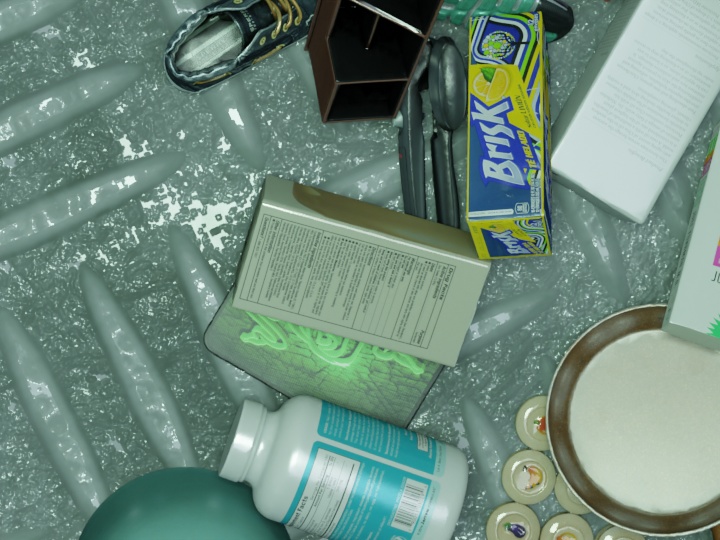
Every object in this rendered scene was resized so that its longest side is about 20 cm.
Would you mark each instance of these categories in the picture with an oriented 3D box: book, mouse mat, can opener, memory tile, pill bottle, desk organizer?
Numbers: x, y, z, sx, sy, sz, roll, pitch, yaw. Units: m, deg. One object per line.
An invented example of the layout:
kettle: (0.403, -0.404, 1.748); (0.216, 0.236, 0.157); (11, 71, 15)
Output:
book: (0.348, -0.020, 1.352); (0.133, 0.048, 0.201); (19, 70, -2)
mouse mat: (-0.017, 0.047, 1.372); (0.200, 0.008, 0.161); (31, 90, -6)
can opener: (0.058, -0.103, 1.344); (0.063, 0.079, 0.201); (3, 107, 2)
memory tile: (0.192, 0.219, 1.400); (0.153, 0.017, 0.201); (13, 93, -6)
pill bottle: (-0.017, 0.174, 1.329); (0.199, 0.111, 0.111); (20, 92, -7)
desk organizer: (0.010, -0.200, 1.247); (0.071, 0.200, 0.077); (-5, 67, -13)

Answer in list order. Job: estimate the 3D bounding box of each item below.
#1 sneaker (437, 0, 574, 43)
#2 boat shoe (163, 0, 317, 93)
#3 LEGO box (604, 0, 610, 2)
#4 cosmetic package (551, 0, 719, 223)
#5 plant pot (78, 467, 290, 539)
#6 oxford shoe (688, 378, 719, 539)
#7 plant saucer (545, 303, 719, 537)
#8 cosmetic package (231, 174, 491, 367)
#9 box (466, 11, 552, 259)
sneaker: (0.092, -0.255, 1.333); (0.199, 0.074, 0.088); (11, 64, -19)
boat shoe: (-0.077, -0.214, 1.305); (0.200, 0.091, 0.071); (-36, 97, -2)
LEGO box: (0.206, -0.355, 1.330); (0.149, 0.077, 0.200); (-42, 97, -2)
cosmetic package: (0.244, -0.152, 1.351); (0.101, 0.071, 0.200); (30, 90, -7)
plant pot: (-0.146, 0.279, 1.298); (0.200, 0.161, 0.201); (0, 94, -6)
oxford shoe: (0.315, 0.191, 1.389); (0.071, 0.071, 0.201); (-1, 84, 1)
plant saucer: (0.261, 0.130, 1.356); (0.199, 0.034, 0.201); (-2, 79, 9)
cosmetic package: (0.000, 0.000, 1.319); (0.199, 0.071, 0.106); (17, 112, -7)
box: (0.124, -0.113, 1.292); (0.064, 0.070, 0.201); (-4, 62, 12)
